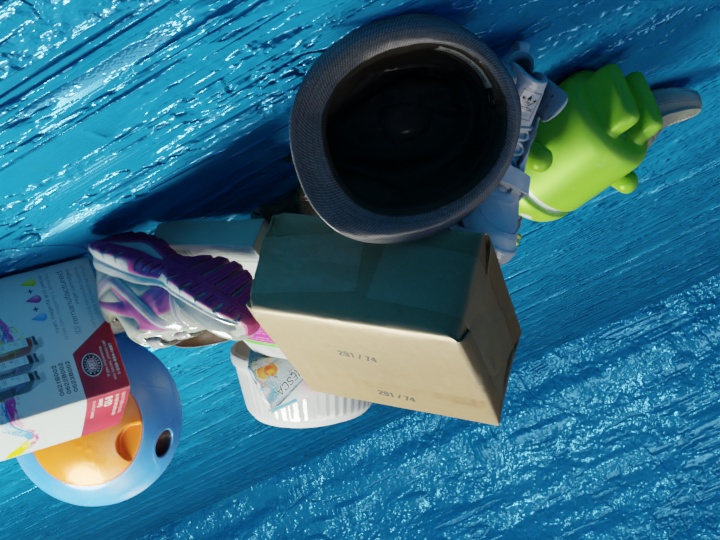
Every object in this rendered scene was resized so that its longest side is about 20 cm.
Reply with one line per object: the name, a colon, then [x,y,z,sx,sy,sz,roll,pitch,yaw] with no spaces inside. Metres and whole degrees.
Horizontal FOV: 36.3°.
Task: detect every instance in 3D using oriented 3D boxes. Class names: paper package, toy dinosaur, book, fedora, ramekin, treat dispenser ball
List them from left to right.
treat dispenser ball: [-0.311,0.176,1.299,0.199,0.202,0.201,-20,165,-6]
book: [-0.105,0.024,1.106,0.133,0.048,0.200,1,146,33]
ramekin: [-0.068,0.137,1.447,0.200,0.095,0.202,-3,-169,1]
toy dinosaur: [-0.022,-0.058,1.034,0.077,0.103,0.199,-20,-157,-37]
paper package: [0.028,0.044,0.984,0.198,0.104,0.191,6,153,23]
fedora: [0.031,-0.119,0.913,0.199,0.178,0.090,-26,-165,-8]

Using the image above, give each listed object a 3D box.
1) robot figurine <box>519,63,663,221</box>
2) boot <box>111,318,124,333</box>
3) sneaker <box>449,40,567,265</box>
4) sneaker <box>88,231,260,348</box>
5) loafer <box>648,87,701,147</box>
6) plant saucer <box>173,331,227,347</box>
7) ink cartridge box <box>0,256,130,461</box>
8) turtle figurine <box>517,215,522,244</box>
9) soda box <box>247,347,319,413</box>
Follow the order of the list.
robot figurine: [0.218,-0.129,1.155,0.175,0.116,0.200,4,150,-43]
boot: [-0.192,0.022,1.224,0.199,0.070,0.132,-1,159,-28]
sneaker: [0.126,-0.110,0.976,0.075,0.201,0.115,17,140,-26]
sneaker: [-0.170,0.031,1.018,0.199,0.089,0.081,21,-153,34]
loafer: [0.313,-0.160,1.279,0.199,0.070,0.070,-19,165,-12]
plant saucer: [-0.154,0.045,1.403,0.199,0.032,0.200,-22,165,-6]
ink cartridge box: [-0.349,0.099,1.083,0.199,0.146,0.145,-16,164,-23]
turtle figurine: [0.118,-0.016,1.397,0.199,0.163,0.064,-3,-173,-32]
soda box: [-0.086,0.089,1.288,0.068,0.064,0.200,-23,-163,5]
